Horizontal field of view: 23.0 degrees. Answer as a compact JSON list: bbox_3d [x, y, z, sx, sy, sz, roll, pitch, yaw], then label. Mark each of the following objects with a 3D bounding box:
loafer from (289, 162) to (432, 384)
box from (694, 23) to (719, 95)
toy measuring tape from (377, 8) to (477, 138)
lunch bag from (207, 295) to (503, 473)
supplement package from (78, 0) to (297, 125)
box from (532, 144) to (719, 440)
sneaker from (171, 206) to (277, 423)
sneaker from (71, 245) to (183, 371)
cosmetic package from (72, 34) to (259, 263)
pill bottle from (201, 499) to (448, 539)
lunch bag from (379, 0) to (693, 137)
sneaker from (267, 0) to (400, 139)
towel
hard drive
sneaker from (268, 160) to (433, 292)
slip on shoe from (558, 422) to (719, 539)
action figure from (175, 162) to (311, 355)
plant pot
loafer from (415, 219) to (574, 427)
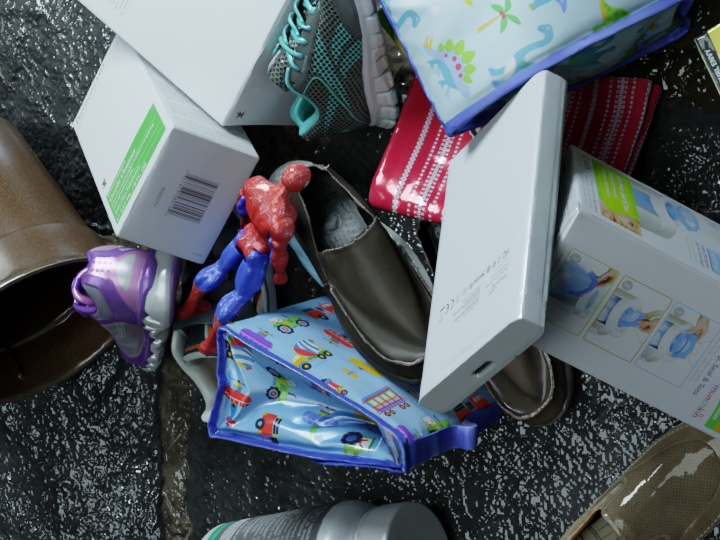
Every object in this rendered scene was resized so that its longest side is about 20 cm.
[{"bbox_3d":[0.000,0.000,1.329,0.073,0.071,0.200,-36,67,-7],"label":"loafer"},{"bbox_3d":[0.326,-0.182,1.175,0.199,0.075,0.050,-30,81,31],"label":"box"},{"bbox_3d":[0.082,-0.154,1.314,0.074,0.073,0.200,-50,61,27],"label":"toy measuring tape"},{"bbox_3d":[0.007,0.096,1.368,0.199,0.150,0.095,16,108,31],"label":"lunch bag"},{"bbox_3d":[-0.116,-0.221,1.438,0.200,0.119,0.122,42,114,24],"label":"supplement package"},{"bbox_3d":[0.203,0.020,1.200,0.199,0.113,0.102,27,115,-10],"label":"box"},{"bbox_3d":[-0.116,0.032,1.482,0.078,0.079,0.202,-20,83,53],"label":"sneaker"},{"bbox_3d":[-0.199,0.025,1.487,0.088,0.200,0.081,8,70,-6],"label":"sneaker"},{"bbox_3d":[-0.162,-0.106,1.447,0.108,0.084,0.200,-61,32,18],"label":"cosmetic package"},{"bbox_3d":[-0.032,0.248,1.433,0.199,0.113,0.114,-16,86,35],"label":"pill bottle"},{"bbox_3d":[0.114,-0.209,1.254,0.199,0.127,0.171,-26,79,1],"label":"lunch bag"},{"bbox_3d":[-0.029,-0.170,1.331,0.091,0.201,0.078,-20,47,-4],"label":"sneaker"},{"bbox_3d":[0.111,-0.094,1.319,0.199,0.022,0.146,13,73,32],"label":"towel"},{"bbox_3d":[0.089,-0.020,1.183,0.132,0.026,0.201,-45,28,50],"label":"hard drive"},{"bbox_3d":[0.002,-0.001,1.414,0.074,0.082,0.200,-34,66,-5],"label":"sneaker"},{"bbox_3d":[0.204,0.182,1.300,0.200,0.060,0.076,-44,71,29],"label":"slip on shoe"},{"bbox_3d":[-0.084,-0.015,1.365,0.066,0.051,0.200,59,141,24],"label":"action figure"},{"bbox_3d":[-0.326,-0.019,1.569,0.200,0.200,0.199,-48,61,28],"label":"plant pot"},{"bbox_3d":[0.092,0.031,1.353,0.073,0.071,0.201,-36,75,31],"label":"loafer"}]
